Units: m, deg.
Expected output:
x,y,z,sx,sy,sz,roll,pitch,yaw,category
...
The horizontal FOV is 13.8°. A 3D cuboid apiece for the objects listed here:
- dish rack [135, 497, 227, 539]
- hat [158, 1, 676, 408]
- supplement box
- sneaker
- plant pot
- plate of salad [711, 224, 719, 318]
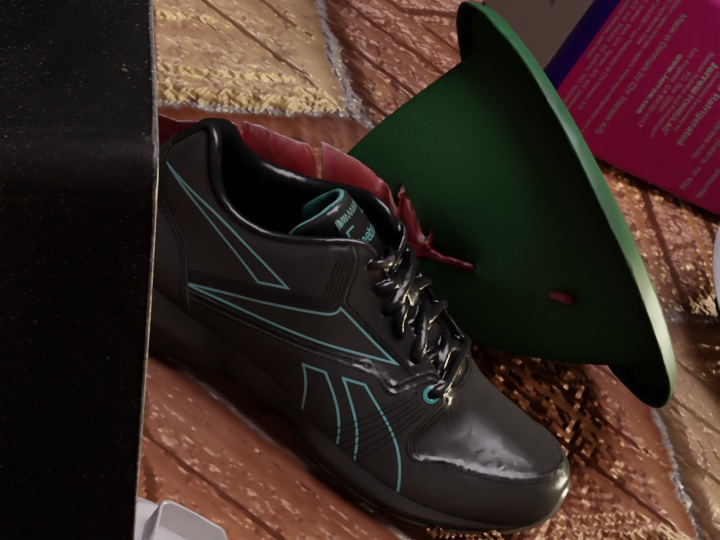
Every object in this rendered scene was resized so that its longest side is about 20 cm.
x,y,z,sx,sy,sz,roll,pitch,yaw,category
-0.015,0.149,0.888,0.200,0.044,0.172,30,28,-12,dish rack
0.000,0.000,1.148,0.201,0.176,0.166,63,-8,6,hat
0.171,-0.095,1.404,0.199,0.103,0.101,25,29,-23,supplement box
-0.003,0.022,1.058,0.200,0.079,0.075,32,28,-9,sneaker
-0.150,-0.005,0.813,0.177,0.200,0.200,1,36,-8,plant pot
0.233,0.045,1.314,0.199,0.048,0.201,22,41,-20,plate of salad
